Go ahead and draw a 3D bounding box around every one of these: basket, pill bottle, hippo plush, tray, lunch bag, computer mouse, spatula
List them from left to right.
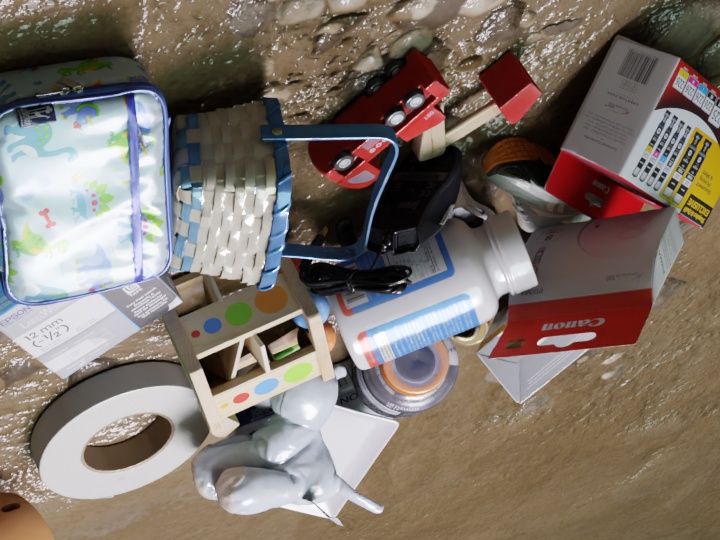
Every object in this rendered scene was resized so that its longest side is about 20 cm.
[{"bbox_3d":[-0.236,-0.075,1.343,0.160,0.082,0.200,-10,125,-22],"label":"lunch bag"},{"bbox_3d":[-0.077,-0.071,1.441,0.200,0.139,0.176,5,139,-13],"label":"basket"},{"bbox_3d":[-0.090,0.171,1.727,0.159,0.200,0.161,-6,107,-52],"label":"hippo plush"},{"bbox_3d":[-0.042,0.218,1.877,0.107,0.022,0.200,17,132,-17],"label":"tray"},{"bbox_3d":[0.000,0.000,1.714,0.056,0.021,0.200,-38,146,-9],"label":"spatula"},{"bbox_3d":[0.023,-0.041,1.577,0.140,0.200,0.046,-3,136,33],"label":"computer mouse"},{"bbox_3d":[0.049,0.105,1.748,0.106,0.106,0.200,-24,175,-8],"label":"pill bottle"},{"bbox_3d":[0.071,0.015,1.607,0.200,0.112,0.112,-21,147,3],"label":"pill bottle"}]

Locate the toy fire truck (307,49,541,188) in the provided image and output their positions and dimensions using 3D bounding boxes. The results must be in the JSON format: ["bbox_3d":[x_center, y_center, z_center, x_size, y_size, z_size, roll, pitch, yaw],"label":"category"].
[{"bbox_3d":[0.061,-0.144,1.540,0.200,0.049,0.141,-40,146,17],"label":"toy fire truck"}]

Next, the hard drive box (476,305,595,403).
[{"bbox_3d":[0.222,0.053,1.811,0.156,0.077,0.200,-40,180,14],"label":"hard drive box"}]

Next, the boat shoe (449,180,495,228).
[{"bbox_3d":[0.113,-0.037,1.705,0.071,0.069,0.200,-34,147,9],"label":"boat shoe"}]

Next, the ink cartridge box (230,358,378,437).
[{"bbox_3d":[-0.056,0.194,1.919,0.199,0.041,0.200,-21,146,-11],"label":"ink cartridge box"}]

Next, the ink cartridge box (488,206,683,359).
[{"bbox_3d":[0.224,0.010,1.613,0.162,0.057,0.200,-8,-158,30],"label":"ink cartridge box"}]

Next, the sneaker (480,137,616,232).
[{"bbox_3d":[0.187,-0.077,1.708,0.200,0.076,0.092,14,134,-44],"label":"sneaker"}]

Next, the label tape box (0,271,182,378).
[{"bbox_3d":[-0.274,0.005,1.478,0.143,0.066,0.200,-32,149,4],"label":"label tape box"}]

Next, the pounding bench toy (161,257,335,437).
[{"bbox_3d":[-0.107,0.077,1.645,0.156,0.124,0.200,-23,147,-9],"label":"pounding bench toy"}]

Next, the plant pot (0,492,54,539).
[{"bbox_3d":[-0.414,0.324,1.711,0.140,0.200,0.200,-22,151,-43],"label":"plant pot"}]

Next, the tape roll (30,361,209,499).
[{"bbox_3d":[-0.259,0.176,1.747,0.202,0.037,0.203,-20,147,-14],"label":"tape roll"}]

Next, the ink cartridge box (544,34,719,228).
[{"bbox_3d":[0.302,-0.121,1.661,0.200,0.084,0.176,22,96,-51],"label":"ink cartridge box"}]

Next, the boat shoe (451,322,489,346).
[{"bbox_3d":[0.107,0.052,1.814,0.072,0.076,0.200,-36,148,7],"label":"boat shoe"}]
